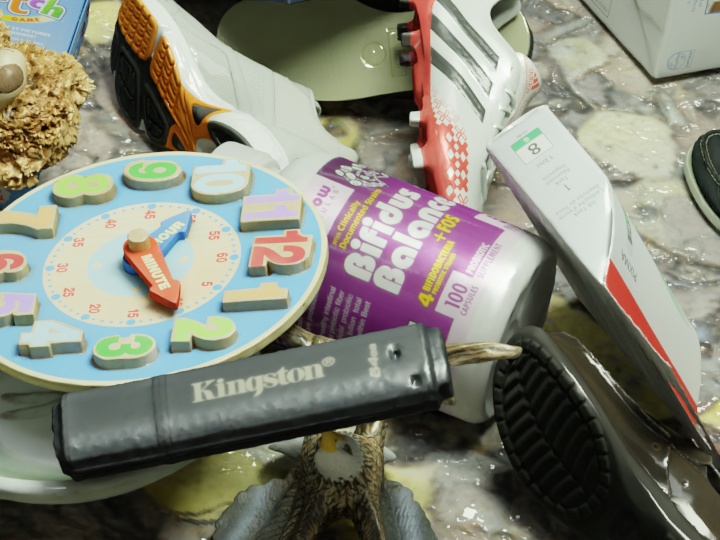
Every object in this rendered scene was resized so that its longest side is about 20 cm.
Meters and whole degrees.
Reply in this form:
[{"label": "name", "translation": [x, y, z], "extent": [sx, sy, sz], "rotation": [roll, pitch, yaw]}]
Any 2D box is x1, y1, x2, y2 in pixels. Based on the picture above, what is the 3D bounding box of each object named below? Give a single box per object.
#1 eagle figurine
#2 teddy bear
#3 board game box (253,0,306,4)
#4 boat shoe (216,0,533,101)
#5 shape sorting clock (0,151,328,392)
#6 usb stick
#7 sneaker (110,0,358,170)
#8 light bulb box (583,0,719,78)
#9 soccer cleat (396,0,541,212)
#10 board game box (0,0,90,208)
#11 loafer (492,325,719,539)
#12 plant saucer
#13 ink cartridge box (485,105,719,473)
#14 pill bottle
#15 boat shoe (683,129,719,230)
[{"label": "eagle figurine", "translation": [-0.010, 0.126, 1.519], "extent": [0.151, 0.151, 0.201], "rotation": [-14, 61, 37]}, {"label": "teddy bear", "translation": [-0.256, -0.123, 1.740], "extent": [0.145, 0.067, 0.200], "rotation": [-29, 53, -34]}, {"label": "board game box", "translation": [-0.040, -0.203, 1.895], "extent": [0.135, 0.035, 0.200], "rotation": [-16, 15, -29]}, {"label": "boat shoe", "translation": [0.010, -0.140, 1.885], "extent": [0.201, 0.074, 0.063], "rotation": [0, -5, 6]}, {"label": "shape sorting clock", "translation": [-0.116, -0.004, 1.566], "extent": [0.199, 0.039, 0.200], "rotation": [-2, 38, 2]}, {"label": "usb stick", "translation": [-0.054, 0.065, 1.460], "extent": [0.199, 0.033, 0.056], "rotation": [-11, 34, 2]}, {"label": "sneaker", "translation": [-0.078, -0.102, 1.817], "extent": [0.092, 0.076, 0.200], "rotation": [-12, 50, -36]}, {"label": "light bulb box", "translation": [0.247, -0.246, 2.011], "extent": [0.200, 0.125, 0.198], "rotation": [-10, 42, -24]}, {"label": "soccer cleat", "translation": [0.069, -0.092, 1.791], "extent": [0.085, 0.069, 0.200], "rotation": [-3, 60, -2]}, {"label": "board game box", "translation": [-0.256, -0.120, 1.818], "extent": [0.151, 0.037, 0.200], "rotation": [10, 40, 0]}, {"label": "loafer", "translation": [0.145, 0.112, 1.579], "extent": [0.071, 0.073, 0.200], "rotation": [-19, 67, -45]}, {"label": "plant saucer", "translation": [-0.150, 0.065, 1.553], "extent": [0.200, 0.050, 0.200], "rotation": [-3, 38, 2]}, {"label": "ink cartridge box", "translation": [0.158, 0.020, 1.639], "extent": [0.050, 0.161, 0.200], "rotation": [-37, 48, -2]}, {"label": "pill bottle", "translation": [0.000, 0.000, 1.664], "extent": [0.200, 0.112, 0.112], "rotation": [22, 40, 15]}, {"label": "boat shoe", "translation": [0.266, -0.037, 1.802], "extent": [0.074, 0.066, 0.200], "rotation": [-9, 42, -22]}]
